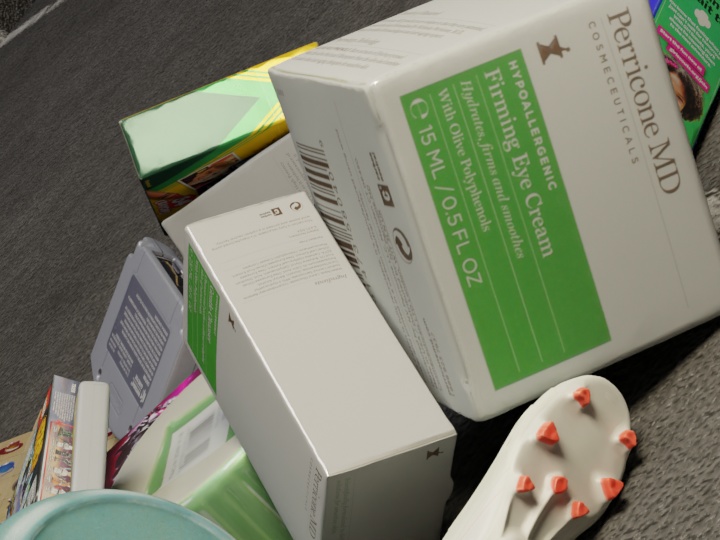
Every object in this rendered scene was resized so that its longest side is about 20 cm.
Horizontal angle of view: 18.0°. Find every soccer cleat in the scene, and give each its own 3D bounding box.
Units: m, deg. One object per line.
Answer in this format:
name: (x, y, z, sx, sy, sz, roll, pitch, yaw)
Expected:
soccer cleat: (0.075, 0.136, 1.174, 0.077, 0.069, 0.201, -22, 31, 56)

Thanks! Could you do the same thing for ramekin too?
ramekin: (-0.070, 0.132, 1.444, 0.200, 0.098, 0.200, -39, 19, 16)

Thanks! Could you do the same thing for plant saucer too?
plant saucer: (-0.120, 0.193, 1.263, 0.201, 0.199, 0.028, -70, 6, -53)

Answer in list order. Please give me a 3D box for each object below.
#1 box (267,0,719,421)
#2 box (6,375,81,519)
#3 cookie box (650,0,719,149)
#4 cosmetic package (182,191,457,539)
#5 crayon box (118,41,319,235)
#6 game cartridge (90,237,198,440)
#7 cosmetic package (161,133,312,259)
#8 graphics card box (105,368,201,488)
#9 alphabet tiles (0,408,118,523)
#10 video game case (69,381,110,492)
box: (0.077, -0.049, 1.291, 0.170, 0.200, 0.200, -23, 14, -15)
box: (-0.231, 0.188, 1.646, 0.200, 0.040, 0.138, -94, 24, -60)
cookie box: (0.162, -0.121, 1.534, 0.171, 0.075, 0.200, -28, 24, 42)
cosmetic package: (-0.027, 0.064, 1.308, 0.084, 0.108, 0.200, -16, 50, -19)
crayon box: (-0.101, -0.105, 1.885, 0.172, 0.059, 0.200, -21, -11, -3)
game cartridge: (-0.165, 0.066, 1.802, 0.134, 0.041, 0.200, -64, 25, 11)
cosmetic package: (-0.051, -0.052, 1.794, 0.199, 0.102, 0.074, -30, 6, 36)
graphics card box: (-0.125, 0.131, 1.651, 0.200, 0.051, 0.126, -41, 18, 9)
alphabet tiles: (-0.240, 0.153, 1.858, 0.166, 0.006, 0.200, -22, 25, 18)
video game case: (-0.172, 0.201, 1.395, 0.201, 0.023, 0.183, -93, 10, -50)
